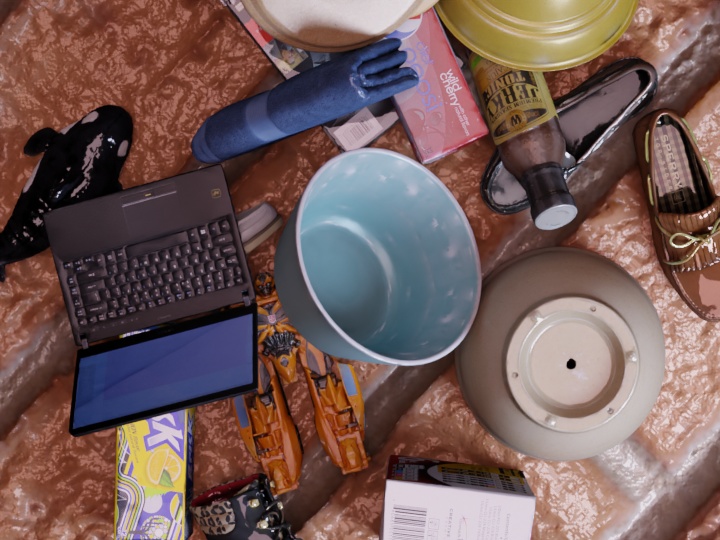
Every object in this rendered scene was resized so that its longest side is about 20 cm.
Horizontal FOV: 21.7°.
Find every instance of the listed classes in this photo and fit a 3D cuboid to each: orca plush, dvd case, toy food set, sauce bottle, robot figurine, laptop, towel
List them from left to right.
[{"bbox_3d":[-0.291,-0.076,1.740,0.199,0.071,0.106,-33,91,2],"label":"orca plush"},{"bbox_3d":[-0.188,0.024,1.659,0.176,0.103,0.202,-14,91,7],"label":"laptop"},{"bbox_3d":[-0.063,0.099,1.747,0.144,0.058,0.202,-17,92,0],"label":"robot figurine"},{"bbox_3d":[-0.054,-0.149,1.671,0.199,0.111,0.049,-19,94,35],"label":"towel"},{"bbox_3d":[-0.018,-0.284,1.612,0.199,0.049,0.199,-26,123,-2],"label":"toy food set"},{"bbox_3d":[-0.017,-0.225,1.757,0.146,0.022,0.200,-39,90,2],"label":"dvd case"},{"bbox_3d":[0.149,-0.132,1.693,0.064,0.065,0.201,-19,62,2],"label":"sauce bottle"}]

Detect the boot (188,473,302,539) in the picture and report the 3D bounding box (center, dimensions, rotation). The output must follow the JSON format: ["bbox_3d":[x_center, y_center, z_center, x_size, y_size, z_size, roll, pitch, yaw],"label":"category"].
[{"bbox_3d":[-0.058,0.260,1.697,0.202,0.073,0.155,-15,103,36],"label":"boot"}]

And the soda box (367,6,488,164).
[{"bbox_3d":[0.046,-0.201,1.714,0.070,0.063,0.201,-24,93,0],"label":"soda box"}]

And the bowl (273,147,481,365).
[{"bbox_3d":[0.000,0.000,1.697,0.200,0.105,0.203,13,67,-32],"label":"bowl"}]

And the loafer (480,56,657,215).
[{"bbox_3d":[0.191,-0.129,1.734,0.200,0.063,0.072,-41,90,2],"label":"loafer"}]

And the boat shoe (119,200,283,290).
[{"bbox_3d":[-0.169,-0.019,1.738,0.199,0.075,0.069,-28,96,3],"label":"boat shoe"}]

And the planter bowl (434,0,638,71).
[{"bbox_3d":[0.160,-0.286,1.684,0.198,0.084,0.202,1,68,-2],"label":"planter bowl"}]

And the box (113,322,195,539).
[{"bbox_3d":[-0.190,0.149,1.748,0.069,0.064,0.202,2,91,1],"label":"box"}]

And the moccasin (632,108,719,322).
[{"bbox_3d":[0.305,-0.051,1.726,0.073,0.078,0.203,-12,91,1],"label":"moccasin"}]

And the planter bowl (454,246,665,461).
[{"bbox_3d":[0.187,0.080,1.705,0.198,0.135,0.202,0,91,0],"label":"planter bowl"}]

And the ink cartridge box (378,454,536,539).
[{"bbox_3d":[0.105,0.224,1.676,0.174,0.200,0.085,7,91,1],"label":"ink cartridge box"}]
